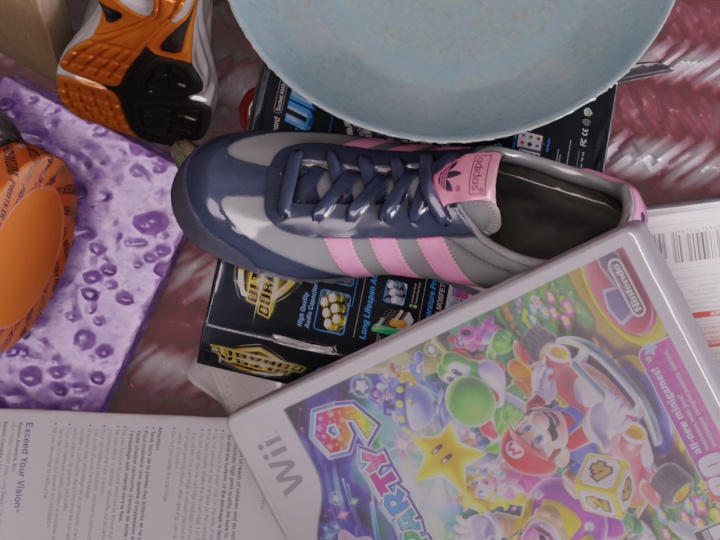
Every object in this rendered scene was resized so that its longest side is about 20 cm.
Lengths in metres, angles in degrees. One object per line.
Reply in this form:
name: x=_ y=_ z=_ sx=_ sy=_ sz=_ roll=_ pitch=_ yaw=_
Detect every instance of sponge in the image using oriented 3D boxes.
sponge: x=-0.160 y=0.021 z=1.320 sx=0.111 sy=0.030 sz=0.200 roll=26 pitch=97 yaw=3

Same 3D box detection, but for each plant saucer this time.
plant saucer: x=0.039 y=-0.139 z=1.180 sx=0.200 sy=0.039 sz=0.202 roll=-1 pitch=68 yaw=3

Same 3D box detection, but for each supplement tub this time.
supplement tub: x=-0.237 y=-0.039 z=1.256 sx=0.200 sy=0.122 sz=0.123 roll=20 pitch=97 yaw=20

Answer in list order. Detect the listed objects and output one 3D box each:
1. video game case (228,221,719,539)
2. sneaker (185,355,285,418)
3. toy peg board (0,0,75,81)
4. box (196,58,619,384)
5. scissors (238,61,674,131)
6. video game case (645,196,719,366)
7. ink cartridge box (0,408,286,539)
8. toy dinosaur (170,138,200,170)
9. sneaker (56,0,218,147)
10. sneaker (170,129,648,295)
video game case: x=0.060 y=0.084 z=1.129 sx=0.200 sy=0.018 sz=0.143 roll=-26 pitch=94 yaw=25
sneaker: x=-0.016 y=0.116 z=1.300 sx=0.088 sy=0.075 sz=0.200 roll=-24 pitch=90 yaw=24
toy peg board: x=-0.204 y=-0.194 z=1.235 sx=0.199 sy=0.200 sz=0.098 roll=28 pitch=79 yaw=4
box: x=0.025 y=-0.038 z=1.220 sx=0.158 sy=0.046 sz=0.201 roll=13 pitch=66 yaw=-4
scissors: x=0.043 y=-0.078 z=1.300 sx=0.199 sy=0.014 sz=0.073 roll=9 pitch=93 yaw=4
video game case: x=0.199 y=0.063 z=1.290 sx=0.143 sy=0.018 sz=0.201 roll=-7 pitch=94 yaw=6
ink cartridge box: x=-0.106 y=0.155 z=1.212 sx=0.199 sy=0.043 sz=0.197 roll=3 pitch=57 yaw=3
toy dinosaur: x=0.000 y=0.000 z=1.271 sx=0.200 sy=0.088 sz=0.048 roll=26 pitch=99 yaw=2
sneaker: x=-0.087 y=-0.132 z=1.227 sx=0.076 sy=0.200 sz=0.092 roll=17 pitch=60 yaw=2
sneaker: x=0.023 y=-0.032 z=1.146 sx=0.199 sy=0.082 sz=0.070 roll=7 pitch=67 yaw=-7
